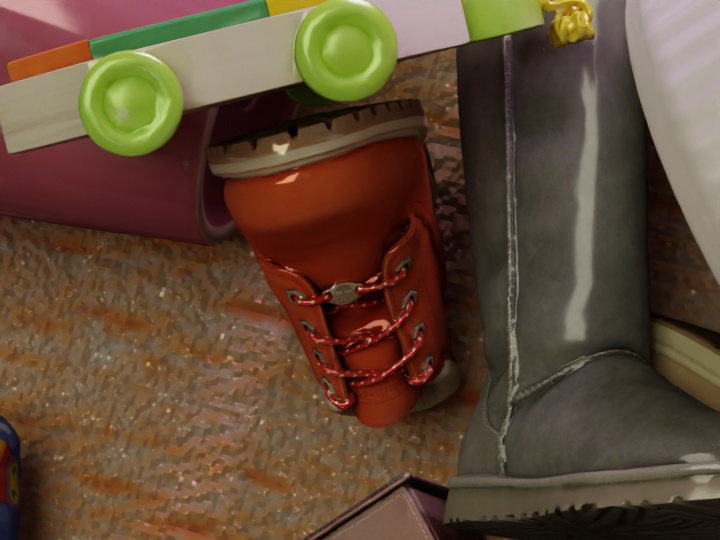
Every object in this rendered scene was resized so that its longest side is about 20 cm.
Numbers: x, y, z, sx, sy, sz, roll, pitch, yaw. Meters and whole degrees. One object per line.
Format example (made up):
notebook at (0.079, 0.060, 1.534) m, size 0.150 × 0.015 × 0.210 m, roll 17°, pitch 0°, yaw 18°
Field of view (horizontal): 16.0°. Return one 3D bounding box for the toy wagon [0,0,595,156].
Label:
toy wagon at (-0.021, -0.072, 0.857) m, size 0.198 × 0.155 × 0.040 m, roll -15°, pitch 94°, yaw -4°

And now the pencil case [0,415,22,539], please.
pencil case at (-0.180, 0.149, 1.006) m, size 0.086 × 0.078 × 0.201 m, roll -7°, pitch 62°, yaw 13°

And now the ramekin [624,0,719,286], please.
ramekin at (0.165, -0.044, 0.858) m, size 0.094 × 0.202 × 0.204 m, roll -26°, pitch 68°, yaw 21°

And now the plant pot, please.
plant pot at (-0.118, -0.099, 1.011) m, size 0.178 × 0.200 × 0.201 m, roll 21°, pitch 85°, yaw 12°

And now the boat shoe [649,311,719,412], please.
boat shoe at (0.156, 0.076, 0.900) m, size 0.200 × 0.071 × 0.065 m, roll 33°, pitch 102°, yaw 34°

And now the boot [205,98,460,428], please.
boot at (0.000, 0.000, 0.923) m, size 0.074 × 0.200 × 0.108 m, roll -12°, pitch 79°, yaw 10°

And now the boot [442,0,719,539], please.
boot at (0.088, -0.009, 0.887) m, size 0.181 × 0.072 × 0.202 m, roll -6°, pitch 72°, yaw 53°

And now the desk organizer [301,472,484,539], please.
desk organizer at (-0.034, 0.165, 0.962) m, size 0.199 × 0.072 × 0.077 m, roll -34°, pitch 68°, yaw 12°
